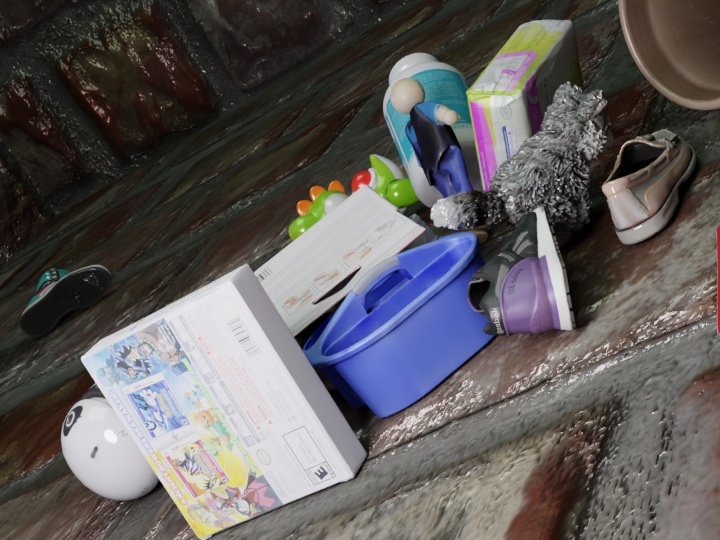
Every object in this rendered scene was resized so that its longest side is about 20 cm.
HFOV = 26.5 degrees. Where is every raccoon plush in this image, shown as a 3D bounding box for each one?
[{"bbox_3d":[0.165,-0.108,1.453,0.096,0.136,0.199,21,22,41],"label":"raccoon plush"}]

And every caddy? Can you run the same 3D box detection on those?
[{"bbox_3d":[0.038,0.042,1.401,0.199,0.105,0.141,-39,14,-16],"label":"caddy"}]

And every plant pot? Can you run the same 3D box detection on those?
[{"bbox_3d":[0.391,-0.282,1.553,0.173,0.202,0.200,-22,8,-27],"label":"plant pot"}]

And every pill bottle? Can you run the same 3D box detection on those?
[{"bbox_3d":[0.091,-0.172,1.811,0.110,0.111,0.201,-31,46,12],"label":"pill bottle"}]

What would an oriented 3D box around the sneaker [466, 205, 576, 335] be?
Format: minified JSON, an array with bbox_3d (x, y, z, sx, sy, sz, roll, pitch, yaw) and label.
[{"bbox_3d":[0.134,-0.001,1.342,0.087,0.077,0.200,-12,17,6],"label":"sneaker"}]

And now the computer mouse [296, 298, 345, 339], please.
[{"bbox_3d":[-0.038,0.013,1.617,0.139,0.046,0.201,-8,39,39],"label":"computer mouse"}]

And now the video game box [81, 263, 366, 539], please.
[{"bbox_3d":[-0.119,0.118,1.321,0.181,0.201,0.047,-26,12,27],"label":"video game box"}]

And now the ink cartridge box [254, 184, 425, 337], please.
[{"bbox_3d":[-0.033,0.011,1.516,0.199,0.045,0.176,-39,27,-5],"label":"ink cartridge box"}]

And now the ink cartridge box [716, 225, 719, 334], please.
[{"bbox_3d":[0.325,-0.060,1.136,0.175,0.084,0.200,-29,16,23],"label":"ink cartridge box"}]

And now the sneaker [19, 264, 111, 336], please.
[{"bbox_3d":[-0.521,0.032,2.753,0.199,0.084,0.121,-31,24,18],"label":"sneaker"}]

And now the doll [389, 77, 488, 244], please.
[{"bbox_3d":[0.085,-0.126,1.645,0.048,0.201,0.137,-16,-26,-15],"label":"doll"}]

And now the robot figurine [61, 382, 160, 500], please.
[{"bbox_3d":[-0.225,0.149,1.602,0.124,0.151,0.200,-2,33,42],"label":"robot figurine"}]

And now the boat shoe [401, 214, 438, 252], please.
[{"bbox_3d":[0.000,0.000,1.703,0.199,0.067,0.074,-30,14,17],"label":"boat shoe"}]

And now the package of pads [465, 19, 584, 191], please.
[{"bbox_3d":[0.183,-0.169,1.648,0.068,0.156,0.200,3,32,27],"label":"package of pads"}]

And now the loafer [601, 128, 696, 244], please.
[{"bbox_3d":[0.266,-0.096,1.423,0.071,0.063,0.200,-27,16,29],"label":"loafer"}]

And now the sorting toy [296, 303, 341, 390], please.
[{"bbox_3d":[-0.035,0.073,1.582,0.199,0.037,0.185,-12,26,43],"label":"sorting toy"}]

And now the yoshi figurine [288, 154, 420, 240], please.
[{"bbox_3d":[0.013,-0.058,1.867,0.198,0.113,0.112,-23,53,-11],"label":"yoshi figurine"}]
